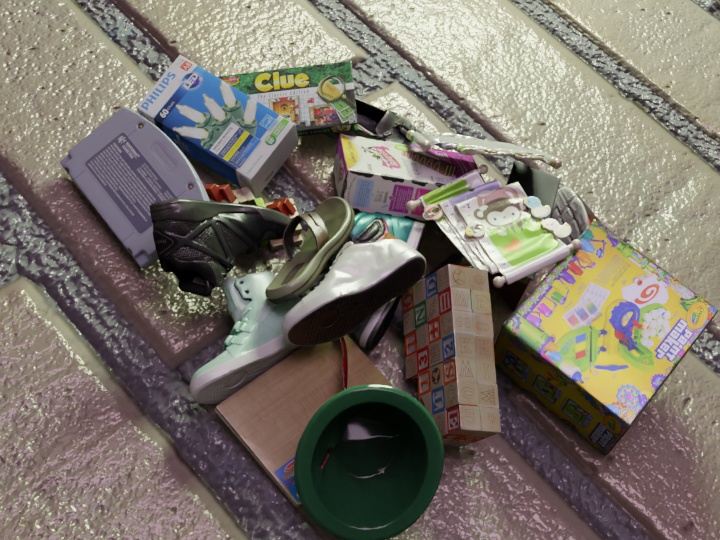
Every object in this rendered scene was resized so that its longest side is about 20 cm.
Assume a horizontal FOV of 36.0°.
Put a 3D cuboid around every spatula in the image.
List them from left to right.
[{"bbox_3d":[0.139,-0.032,1.467,0.200,0.021,0.057,-46,52,4],"label":"spatula"}]

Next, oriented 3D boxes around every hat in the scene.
[{"bbox_3d":[0.004,0.198,1.302,0.165,0.176,0.201,27,89,-8],"label":"hat"}]

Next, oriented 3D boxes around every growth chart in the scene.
[{"bbox_3d":[0.166,-0.166,1.508,0.198,0.018,0.145,7,13,-3],"label":"growth chart"},{"bbox_3d":[0.172,-0.060,1.413,0.144,0.018,0.200,-32,54,-17],"label":"growth chart"}]

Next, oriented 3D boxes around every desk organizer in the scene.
[{"bbox_3d":[0.214,-0.049,1.532,0.071,0.077,0.201,21,50,2],"label":"desk organizer"}]

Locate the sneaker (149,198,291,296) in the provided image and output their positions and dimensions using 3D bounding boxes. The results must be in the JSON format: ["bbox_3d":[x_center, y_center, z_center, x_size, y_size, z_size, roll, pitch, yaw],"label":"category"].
[{"bbox_3d":[-0.167,-0.026,1.358,0.199,0.076,0.115,-1,88,-46],"label":"sneaker"}]

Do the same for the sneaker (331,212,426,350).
[{"bbox_3d":[0.000,0.000,1.431,0.120,0.084,0.201,20,55,6],"label":"sneaker"}]

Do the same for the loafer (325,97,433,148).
[{"bbox_3d":[0.016,-0.211,1.611,0.199,0.063,0.072,19,48,0],"label":"loafer"}]

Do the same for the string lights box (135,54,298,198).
[{"bbox_3d":[-0.195,-0.198,1.519,0.199,0.059,0.103,32,73,14],"label":"string lights box"}]

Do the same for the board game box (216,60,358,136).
[{"bbox_3d":[-0.105,-0.237,1.571,0.198,0.023,0.106,-7,66,1],"label":"board game box"}]

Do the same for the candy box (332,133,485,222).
[{"bbox_3d":[0.066,-0.124,1.530,0.198,0.061,0.137,7,27,-10],"label":"candy box"}]

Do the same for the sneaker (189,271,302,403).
[{"bbox_3d":[-0.152,0.075,1.334,0.118,0.074,0.200,44,49,16],"label":"sneaker"}]

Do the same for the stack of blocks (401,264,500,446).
[{"bbox_3d":[0.107,0.108,1.347,0.058,0.115,0.202,8,67,-27],"label":"stack of blocks"}]

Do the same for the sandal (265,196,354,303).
[{"bbox_3d":[-0.065,-0.037,1.366,0.057,0.079,0.201,53,37,-18],"label":"sandal"}]

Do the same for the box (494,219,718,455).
[{"bbox_3d":[0.302,0.083,1.396,0.192,0.122,0.200,39,67,15],"label":"box"}]

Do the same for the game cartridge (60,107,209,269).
[{"bbox_3d":[-0.283,-0.112,1.431,0.133,0.041,0.200,-40,69,-1],"label":"game cartridge"}]

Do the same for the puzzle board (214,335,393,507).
[{"bbox_3d":[-0.052,0.169,1.320,0.200,0.017,0.151,-34,74,-33],"label":"puzzle board"}]

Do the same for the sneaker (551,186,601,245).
[{"bbox_3d":[0.331,-0.029,1.568,0.081,0.077,0.201,1,55,-41],"label":"sneaker"}]

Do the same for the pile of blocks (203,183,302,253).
[{"bbox_3d":[-0.169,-0.076,1.455,0.198,0.062,0.083,8,51,-9],"label":"pile of blocks"}]

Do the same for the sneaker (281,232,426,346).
[{"bbox_3d":[-0.022,0.020,1.346,0.199,0.073,0.085,-29,51,-23],"label":"sneaker"}]
